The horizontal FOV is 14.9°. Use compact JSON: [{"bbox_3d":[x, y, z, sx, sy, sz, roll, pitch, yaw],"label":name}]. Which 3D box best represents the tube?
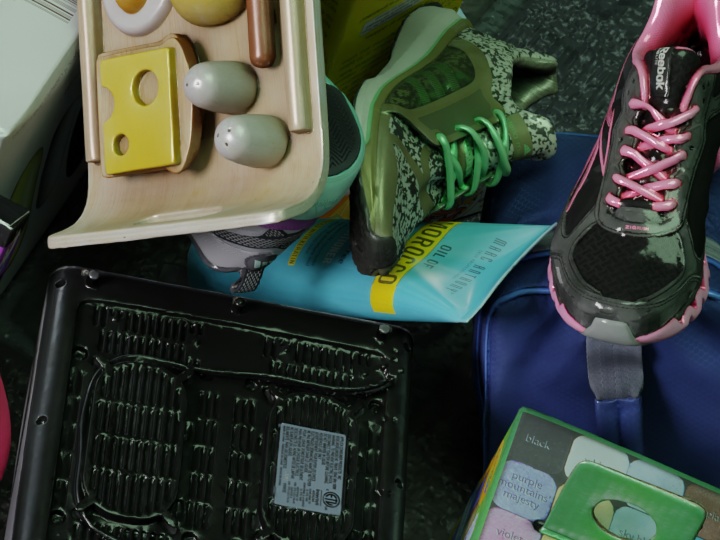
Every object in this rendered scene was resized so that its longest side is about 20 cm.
[{"bbox_3d":[0.000,0.000,1.335,0.077,0.200,0.050,-50,124,-32],"label":"tube"}]

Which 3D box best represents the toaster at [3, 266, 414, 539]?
[{"bbox_3d":[-0.071,0.114,1.272,0.180,0.119,0.200,10,54,-9],"label":"toaster"}]

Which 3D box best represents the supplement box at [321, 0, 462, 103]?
[{"bbox_3d":[-0.018,-0.150,1.414,0.109,0.200,0.109,-33,71,-33],"label":"supplement box"}]

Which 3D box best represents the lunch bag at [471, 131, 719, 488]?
[{"bbox_3d":[0.124,0.045,1.374,0.135,0.200,0.133,2,43,7],"label":"lunch bag"}]

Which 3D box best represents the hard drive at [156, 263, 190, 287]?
[{"bbox_3d":[-0.066,0.103,1.376,0.139,0.033,0.200,21,54,-2],"label":"hard drive"}]

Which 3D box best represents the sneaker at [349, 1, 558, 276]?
[{"bbox_3d":[0.048,-0.065,1.318,0.088,0.077,0.200,6,37,14],"label":"sneaker"}]

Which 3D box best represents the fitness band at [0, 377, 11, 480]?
[{"bbox_3d":[-0.258,0.075,1.257,0.200,0.144,0.037,-14,14,15],"label":"fitness band"}]

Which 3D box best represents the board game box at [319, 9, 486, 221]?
[{"bbox_3d":[-0.012,-0.078,1.514,0.200,0.034,0.135,-18,63,-26],"label":"board game box"}]

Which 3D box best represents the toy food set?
[{"bbox_3d":[-0.090,-0.113,1.212,0.060,0.143,0.201,2,83,-51],"label":"toy food set"}]

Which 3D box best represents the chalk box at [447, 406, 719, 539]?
[{"bbox_3d":[0.097,0.159,1.281,0.125,0.200,0.124,23,53,0],"label":"chalk box"}]

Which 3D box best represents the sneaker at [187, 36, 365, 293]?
[{"bbox_3d":[-0.078,-0.082,1.306,0.078,0.140,0.200,2,53,-32],"label":"sneaker"}]

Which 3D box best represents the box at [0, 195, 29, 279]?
[{"bbox_3d":[-0.255,0.028,1.280,0.143,0.200,0.036,28,19,3],"label":"box"}]

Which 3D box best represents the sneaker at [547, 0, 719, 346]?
[{"bbox_3d":[0.135,-0.055,1.267,0.079,0.096,0.200,10,49,12],"label":"sneaker"}]

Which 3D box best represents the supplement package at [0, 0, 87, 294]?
[{"bbox_3d":[-0.208,-0.102,1.370,0.147,0.200,0.191,28,54,3],"label":"supplement package"}]
